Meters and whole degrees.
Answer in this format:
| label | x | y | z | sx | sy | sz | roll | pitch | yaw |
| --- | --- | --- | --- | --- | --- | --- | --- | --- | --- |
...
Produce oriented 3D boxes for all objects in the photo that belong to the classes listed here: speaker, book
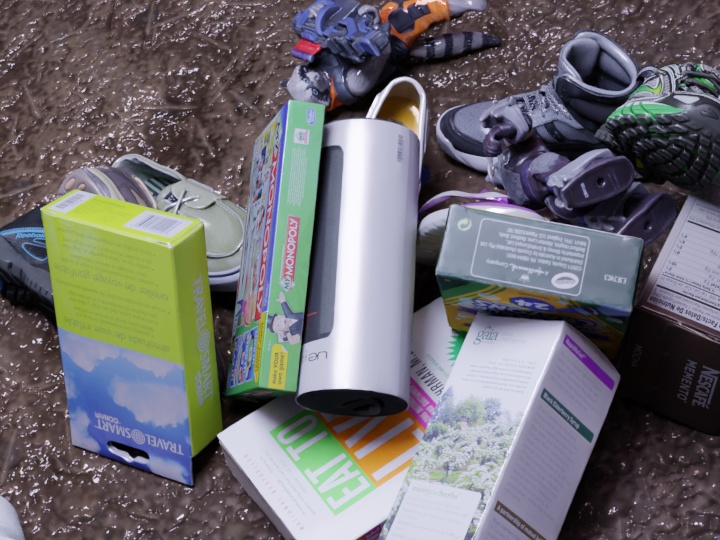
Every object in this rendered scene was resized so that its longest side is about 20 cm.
| label | x | y | z | sx | sy | sz | roll | pitch | yaw |
| --- | --- | --- | --- | --- | --- | --- | --- | --- | --- |
| speaker | 0.000 | 0.000 | 1.068 | 0.081 | 0.081 | 0.201 | -2 | 71 | 15 |
| book | 0.018 | 0.119 | 1.086 | 0.200 | 0.048 | 0.134 | -32 | 50 | -16 |

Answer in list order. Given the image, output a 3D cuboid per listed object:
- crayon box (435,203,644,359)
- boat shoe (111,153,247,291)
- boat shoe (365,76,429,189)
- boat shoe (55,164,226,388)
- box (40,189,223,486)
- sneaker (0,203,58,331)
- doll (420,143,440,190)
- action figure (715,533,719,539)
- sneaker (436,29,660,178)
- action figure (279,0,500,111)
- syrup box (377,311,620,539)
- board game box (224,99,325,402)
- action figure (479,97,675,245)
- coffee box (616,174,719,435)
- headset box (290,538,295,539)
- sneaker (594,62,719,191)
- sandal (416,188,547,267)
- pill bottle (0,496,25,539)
| label | x | y | z | sx | sy | sz | roll | pitch | yaw |
| --- | --- | --- | --- | --- | --- | --- | --- | --- | --- |
| crayon box | 0.122 | 0.015 | 1.044 | 0.125 | 0.200 | 0.052 | 11 | 79 | 9 |
| boat shoe | -0.143 | -0.040 | 1.230 | 0.200 | 0.062 | 0.072 | 25 | 72 | 47 |
| boat shoe | 0.013 | -0.056 | 1.163 | 0.071 | 0.070 | 0.200 | 18 | 72 | 3 |
| boat shoe | -0.152 | 0.003 | 1.165 | 0.074 | 0.200 | 0.073 | -27 | 2 | 41 |
| box | -0.165 | 0.049 | 1.112 | 0.122 | 0.200 | 0.048 | 14 | 32 | 27 |
| sneaker | -0.234 | 0.004 | 1.237 | 0.200 | 0.073 | 0.082 | 32 | 63 | 34 |
| doll | -0.027 | -0.030 | 1.220 | 0.136 | 0.048 | 0.200 | 28 | 69 | 29 |
| action figure | 0.167 | 0.249 | 0.913 | 0.200 | 0.069 | 0.130 | -33 | 56 | -7 |
| sneaker | 0.150 | -0.136 | 1.212 | 0.200 | 0.114 | 0.076 | 5 | 52 | 21 |
| action figure | 0.024 | -0.191 | 1.310 | 0.193 | 0.105 | 0.200 | -30 | 23 | -3 |
| syrup box | 0.087 | 0.132 | 0.986 | 0.079 | 0.081 | 0.200 | 4 | 60 | 46 |
| board game box | -0.062 | -0.009 | 1.097 | 0.029 | 0.135 | 0.201 | 8 | 80 | -13 |
| action figure | 0.138 | -0.063 | 1.108 | 0.069 | 0.130 | 0.200 | -40 | 21 | -11 |
| coffee box | 0.255 | -0.003 | 1.061 | 0.080 | 0.113 | 0.200 | 22 | 59 | 15 |
| headset box | -0.045 | 0.288 | 0.933 | 0.148 | 0.075 | 0.200 | 26 | 61 | 33 |
| sneaker | 0.214 | -0.110 | 1.039 | 0.078 | 0.200 | 0.085 | 36 | 94 | -5 |
| sandal | 0.078 | -0.036 | 1.103 | 0.082 | 0.203 | 0.050 | 12 | 80 | -14 |
| pill bottle | -0.251 | 0.248 | 1.004 | 0.114 | 0.114 | 0.200 | -26 | 47 | -6 |
